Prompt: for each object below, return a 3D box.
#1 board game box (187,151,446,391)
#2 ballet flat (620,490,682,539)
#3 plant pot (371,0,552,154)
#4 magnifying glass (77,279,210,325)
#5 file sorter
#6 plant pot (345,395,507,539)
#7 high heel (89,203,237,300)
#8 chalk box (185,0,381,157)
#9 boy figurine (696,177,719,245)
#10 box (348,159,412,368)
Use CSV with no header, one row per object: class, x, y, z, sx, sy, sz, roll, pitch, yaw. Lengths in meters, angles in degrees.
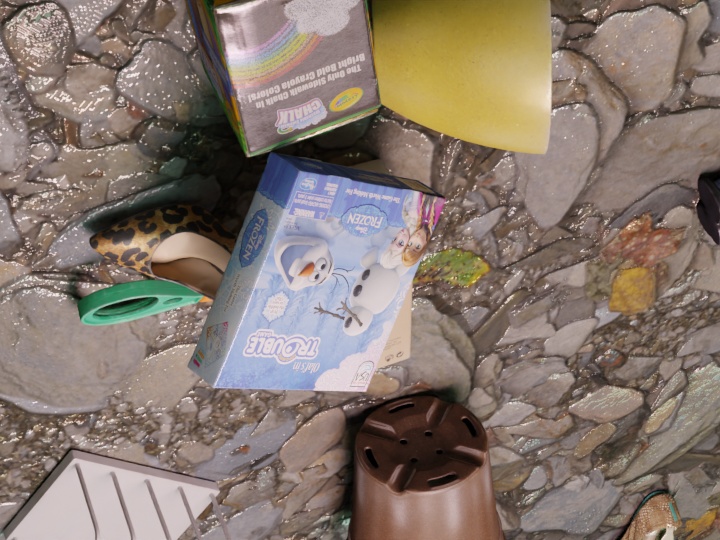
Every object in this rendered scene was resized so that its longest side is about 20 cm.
board game box,-0.034,0.008,1.304,0.199,0.043,0.200,6,112,-50
ballet flat,0.393,0.395,2.109,0.070,0.065,0.201,-5,135,-26
plant pot,0.082,-0.194,1.261,0.141,0.201,0.201,-3,137,3
magnifying glass,-0.173,0.024,1.439,0.199,0.023,0.080,-10,164,-30
file sorter,-0.252,0.301,1.619,0.199,0.125,0.139,21,120,-41
plant pot,0.074,0.264,1.719,0.199,0.201,0.199,-15,131,-14
high heel,-0.138,0.010,1.365,0.199,0.143,0.072,1,133,-29
chalk box,-0.065,-0.187,1.221,0.124,0.124,0.201,-20,140,-10
boy figurine,0.470,-0.090,1.654,0.199,0.065,0.125,-16,136,-8
box,0.000,0.000,1.470,0.077,0.095,0.201,-16,139,-15
